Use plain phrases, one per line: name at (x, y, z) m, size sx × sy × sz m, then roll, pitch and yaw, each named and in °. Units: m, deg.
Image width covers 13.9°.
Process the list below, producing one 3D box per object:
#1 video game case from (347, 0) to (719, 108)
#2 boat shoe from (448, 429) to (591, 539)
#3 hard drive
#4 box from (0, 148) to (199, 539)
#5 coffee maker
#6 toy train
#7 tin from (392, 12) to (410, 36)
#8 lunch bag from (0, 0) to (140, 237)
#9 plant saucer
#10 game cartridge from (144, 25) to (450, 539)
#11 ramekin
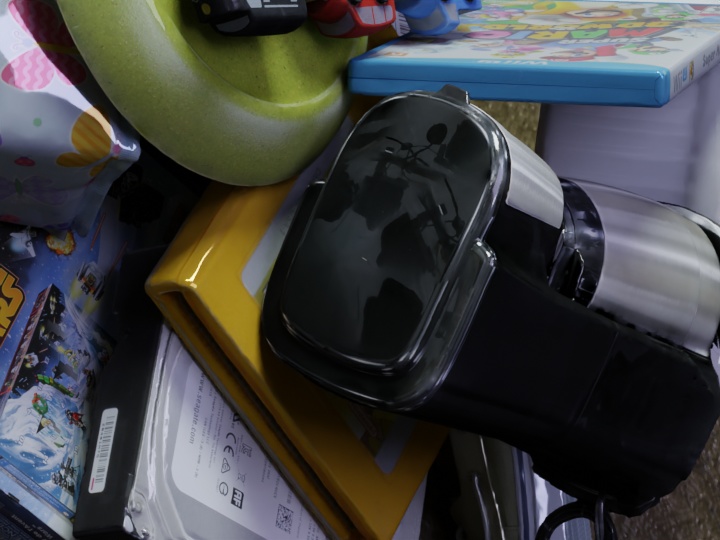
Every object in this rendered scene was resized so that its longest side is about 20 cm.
video game case at (0.093, -0.103, 1.356) m, size 0.200 × 0.143 × 0.018 m, roll -35°, pitch 127°, yaw -67°
boat shoe at (0.076, 0.116, 1.463) m, size 0.072 × 0.062 × 0.200 m, roll -2°, pitch 86°, yaw -74°
hard drive at (-0.043, 0.090, 1.347) m, size 0.200 × 0.038 × 0.140 m, roll 36°, pitch 54°, yaw -44°
box at (-0.131, 0.031, 1.335) m, size 0.137 × 0.040 × 0.200 m, roll 42°, pitch 49°, yaw -21°
coffee maker at (0.066, 0.037, 1.306) m, size 0.200 × 0.135 × 0.192 m, roll 20°, pitch 69°, yaw -46°
toy train at (-0.005, -0.123, 1.283) m, size 0.200 × 0.034 × 0.046 m, roll -10°, pitch 87°, yaw -52°
tin at (-0.031, -0.142, 1.421) m, size 0.200 × 0.042 × 0.112 m, roll 11°, pitch 59°, yaw -37°
lunch bag at (-0.178, -0.131, 1.291) m, size 0.169 × 0.127 × 0.200 m, roll 9°, pitch 69°, yaw -16°
plant saucer at (-0.057, -0.137, 1.276) m, size 0.200 × 0.031 × 0.200 m, roll 22°, pitch 60°, yaw -44°
game cartridge at (0.000, 0.000, 1.359) m, size 0.176 × 0.032 × 0.200 m, roll 54°, pitch 48°, yaw -29°
ramekin at (0.145, -0.049, 1.512) m, size 0.098 × 0.201 × 0.201 m, roll 7°, pitch 56°, yaw 10°
